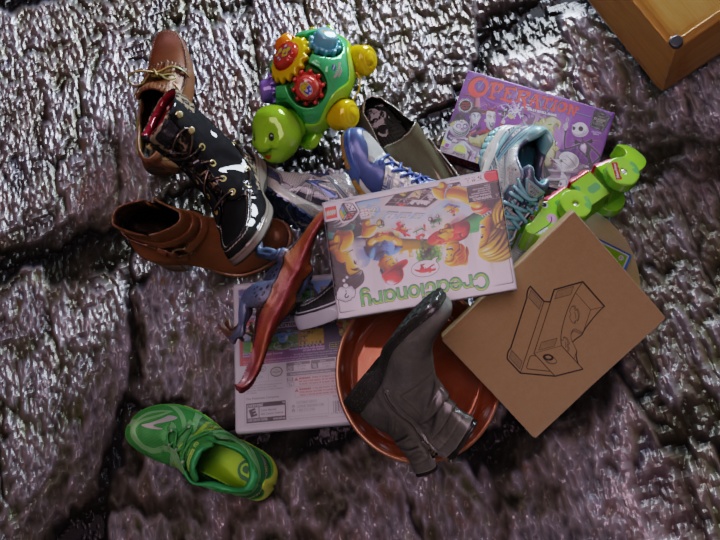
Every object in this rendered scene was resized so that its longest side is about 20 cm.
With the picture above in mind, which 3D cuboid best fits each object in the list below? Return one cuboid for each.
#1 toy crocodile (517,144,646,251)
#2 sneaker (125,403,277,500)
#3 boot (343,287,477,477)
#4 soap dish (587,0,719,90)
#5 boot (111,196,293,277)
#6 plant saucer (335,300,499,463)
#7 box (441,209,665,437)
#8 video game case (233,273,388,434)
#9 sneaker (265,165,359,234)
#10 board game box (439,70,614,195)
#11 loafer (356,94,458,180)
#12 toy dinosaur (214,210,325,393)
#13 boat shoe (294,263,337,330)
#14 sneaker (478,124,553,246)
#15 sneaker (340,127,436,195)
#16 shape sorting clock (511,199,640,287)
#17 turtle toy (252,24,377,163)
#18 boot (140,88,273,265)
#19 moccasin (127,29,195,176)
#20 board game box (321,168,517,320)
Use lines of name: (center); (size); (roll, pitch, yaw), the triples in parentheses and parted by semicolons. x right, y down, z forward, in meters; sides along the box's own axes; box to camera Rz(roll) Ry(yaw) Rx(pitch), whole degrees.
toy crocodile: (0.258, -0.084, 0.880); (0.197, 0.068, 0.062); (-32, 66, -17)
sneaker: (-0.190, 0.207, 0.890); (0.195, 0.084, 0.076); (18, 78, 14)
boot: (0.075, 0.120, 0.791); (0.130, 0.202, 0.068); (39, 39, 7)
soap dish: (0.388, -0.352, 0.960); (0.155, 0.081, 0.203); (-32, 73, -1)
boot: (-0.190, -0.050, 0.924); (0.194, 0.156, 0.079); (0, 73, 8)
plant saucer: (0.067, 0.120, 0.887); (0.194, 0.032, 0.207); (1, 77, -5)
box: (0.212, 0.062, 0.842); (0.200, 0.021, 0.164); (-44, 98, 10)
video game case: (-0.060, 0.099, 0.934); (0.194, 0.023, 0.188); (-6, 74, 8)
sneaker: (-0.048, -0.092, 0.967); (0.196, 0.077, 0.086); (27, 70, 7)
board game box: (0.209, -0.170, 0.966); (0.195, 0.032, 0.123); (19, 74, 13)
loafer: (0.058, -0.144, 0.958); (0.075, 0.070, 0.200); (-41, 73, -5)
toy dinosaur: (-0.076, 0.017, 0.876); (0.181, 0.104, 0.202); (-44, 44, 21)
boat shoe: (0.000, 0.000, 0.880); (0.196, 0.074, 0.069); (-28, 95, 18)
sneaker: (0.166, -0.084, 0.868); (0.085, 0.077, 0.205); (-5, 62, 51)
sneaker: (0.058, -0.096, 0.906); (0.087, 0.076, 0.202); (-30, 103, 33)
shape sorting clock: (0.232, 0.009, 0.904); (0.194, 0.039, 0.206); (-1, 72, 4)
turtle toy: (-0.073, -0.224, 0.957); (0.143, 0.100, 0.205); (6, 72, 42)
boot: (-0.169, -0.108, 0.838); (0.073, 0.150, 0.202); (-36, 33, 21)
moccasin: (-0.272, -0.234, 1.028); (0.071, 0.078, 0.207); (5, 75, 10)
board game box: (0.062, -0.026, 0.821); (0.194, 0.035, 0.130); (-10, 84, 8)
